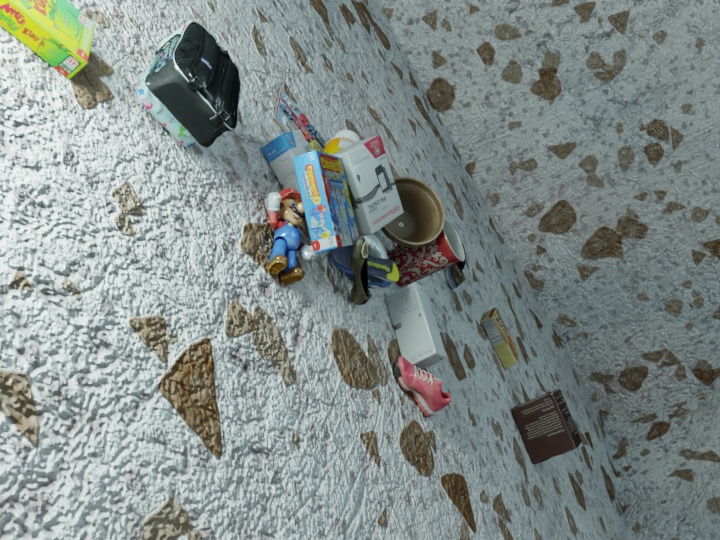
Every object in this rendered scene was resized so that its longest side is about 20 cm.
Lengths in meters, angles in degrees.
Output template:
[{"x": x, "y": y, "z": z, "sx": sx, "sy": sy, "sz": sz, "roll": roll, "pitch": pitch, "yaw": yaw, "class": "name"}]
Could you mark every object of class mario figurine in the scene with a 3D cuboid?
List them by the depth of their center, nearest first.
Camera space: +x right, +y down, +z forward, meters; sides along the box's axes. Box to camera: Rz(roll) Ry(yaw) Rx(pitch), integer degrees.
[{"x": -0.138, "y": -0.086, "z": 1.345, "sx": 0.124, "sy": 0.103, "sz": 0.204, "roll": 91, "pitch": -3, "yaw": -59, "class": "mario figurine"}]

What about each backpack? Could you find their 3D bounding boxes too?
[{"x": -0.303, "y": -0.341, "z": 1.204, "sx": 0.178, "sy": 0.148, "sz": 0.204, "roll": 46, "pitch": 35, "yaw": -40, "class": "backpack"}]

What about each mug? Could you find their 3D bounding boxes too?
[{"x": 0.179, "y": -0.060, "z": 1.892, "sx": 0.133, "sy": 0.197, "sz": 0.180, "roll": 43, "pitch": 30, "yaw": -38, "class": "mug"}]

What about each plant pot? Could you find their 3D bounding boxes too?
[{"x": 0.124, "y": -0.143, "z": 1.800, "sx": 0.196, "sy": 0.093, "sz": 0.206, "roll": 7, "pitch": 65, "yaw": -14, "class": "plant pot"}]

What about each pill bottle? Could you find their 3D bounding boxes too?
[{"x": -0.050, "y": -0.279, "z": 1.718, "sx": 0.111, "sy": 0.109, "sz": 0.202, "roll": 49, "pitch": 32, "yaw": -29, "class": "pill bottle"}]

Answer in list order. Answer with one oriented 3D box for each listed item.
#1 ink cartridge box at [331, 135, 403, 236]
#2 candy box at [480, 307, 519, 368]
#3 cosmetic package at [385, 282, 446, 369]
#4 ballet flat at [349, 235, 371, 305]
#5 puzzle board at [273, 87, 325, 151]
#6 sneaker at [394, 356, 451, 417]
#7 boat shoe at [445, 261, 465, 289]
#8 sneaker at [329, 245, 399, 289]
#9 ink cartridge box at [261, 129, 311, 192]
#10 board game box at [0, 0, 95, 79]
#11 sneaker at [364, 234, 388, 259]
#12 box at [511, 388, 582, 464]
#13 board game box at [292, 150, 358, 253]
[{"x": 0.011, "y": -0.200, "z": 1.591, "sx": 0.144, "sy": 0.082, "sz": 0.204, "roll": -35, "pitch": 111, "yaw": -43, "class": "ink cartridge box"}, {"x": 0.531, "y": 0.255, "z": 2.509, "sx": 0.203, "sy": 0.055, "sz": 0.115, "roll": 62, "pitch": 23, "yaw": -3, "class": "candy box"}, {"x": 0.144, "y": 0.148, "z": 1.726, "sx": 0.074, "sy": 0.100, "sz": 0.204, "roll": 26, "pitch": 41, "yaw": -53, "class": "cosmetic package"}, {"x": 0.005, "y": 0.005, "z": 1.508, "sx": 0.068, "sy": 0.045, "sz": 0.203, "roll": -55, "pitch": 156, "yaw": -43, "class": "ballet flat"}, {"x": -0.153, "y": -0.366, "z": 1.728, "sx": 0.200, "sy": 0.017, "sz": 0.153, "roll": 48, "pitch": 28, "yaw": -33, "class": "puzzle board"}, {"x": 0.156, "y": 0.273, "z": 1.635, "sx": 0.201, "sy": 0.086, "sz": 0.075, "roll": 51, "pitch": 24, "yaw": -28, "class": "sneaker"}, {"x": 0.338, "y": -0.026, "z": 2.364, "sx": 0.072, "sy": 0.071, "sz": 0.204, "roll": 40, "pitch": 33, "yaw": -43, "class": "boat shoe"}, {"x": 0.000, "y": 0.000, "z": 1.615, "sx": 0.197, "sy": 0.082, "sz": 0.076, "roll": 23, "pitch": 51, "yaw": -30, "class": "sneaker"}, {"x": -0.137, "y": -0.217, "z": 1.539, "sx": 0.203, "sy": 0.067, "sz": 0.116, "roll": 62, "pitch": 24, "yaw": -6, "class": "ink cartridge box"}, {"x": -0.493, "y": -0.392, "z": 0.976, "sx": 0.199, "sy": 0.047, "sz": 0.103, "roll": 40, "pitch": 32, "yaw": -44, "class": "board game box"}, {"x": -0.013, "y": -0.074, "z": 1.665, "sx": 0.201, "sy": 0.073, "sz": 0.116, "roll": 53, "pitch": 25, "yaw": -2, "class": "sneaker"}, {"x": 0.658, "y": 0.547, "z": 2.336, "sx": 0.163, "sy": 0.163, "sz": 0.204, "roll": 9, "pitch": 58, "yaw": -63, "class": "box"}, {"x": -0.069, "y": -0.145, "z": 1.418, "sx": 0.200, "sy": 0.055, "sz": 0.201, "roll": -22, "pitch": 99, "yaw": -76, "class": "board game box"}]
